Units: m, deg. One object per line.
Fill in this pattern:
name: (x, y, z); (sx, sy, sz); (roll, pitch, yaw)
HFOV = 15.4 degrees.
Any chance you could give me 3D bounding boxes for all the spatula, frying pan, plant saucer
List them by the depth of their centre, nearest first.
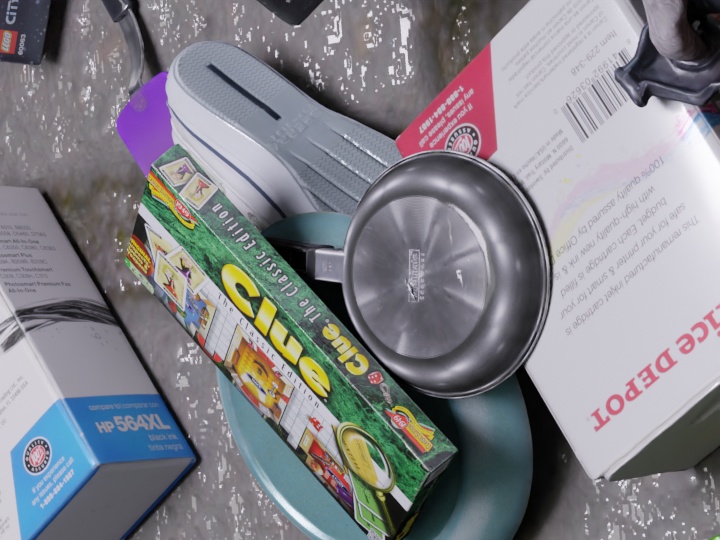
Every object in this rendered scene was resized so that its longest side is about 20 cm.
frying pan: (0.007, -0.015, 1.236); (0.190, 0.031, 0.115); (31, 111, 29)
plant saucer: (-0.003, 0.069, 1.313); (0.200, 0.027, 0.200); (20, 124, 34)
spatula: (-0.129, -0.129, 1.465); (0.057, 0.021, 0.200); (-42, 60, 35)

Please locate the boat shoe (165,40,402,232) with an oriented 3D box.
boat shoe: (-0.020, -0.040, 1.356); (0.200, 0.074, 0.067); (44, 148, 25)

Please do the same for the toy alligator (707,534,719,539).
toy alligator: (0.179, 0.126, 1.188); (0.200, 0.054, 0.059); (-30, 71, 36)

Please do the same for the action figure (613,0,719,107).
action figure: (0.191, -0.149, 1.100); (0.193, 0.105, 0.200); (31, 81, 36)

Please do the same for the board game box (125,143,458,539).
board game box: (-0.037, 0.039, 1.274); (0.200, 0.023, 0.105); (47, 150, 14)

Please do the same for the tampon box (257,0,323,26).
tampon box: (-0.056, -0.240, 1.222); (0.150, 0.126, 0.200); (-45, 42, 10)

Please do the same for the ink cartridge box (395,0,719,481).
ink cartridge box: (0.127, -0.025, 1.211); (0.148, 0.086, 0.200); (-43, 66, 31)

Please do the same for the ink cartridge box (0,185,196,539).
ink cartridge box: (-0.202, 0.070, 1.488); (0.146, 0.084, 0.200); (-47, 61, 31)

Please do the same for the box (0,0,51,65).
box: (-0.220, -0.228, 1.524); (0.137, 0.038, 0.200); (20, 103, 45)
